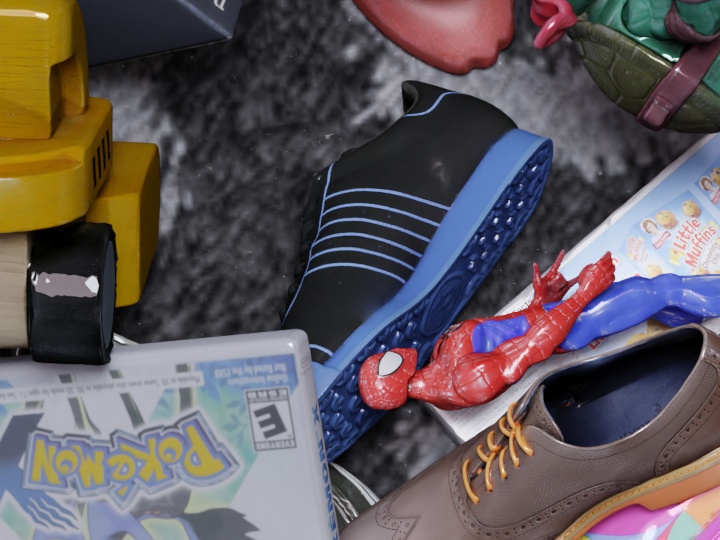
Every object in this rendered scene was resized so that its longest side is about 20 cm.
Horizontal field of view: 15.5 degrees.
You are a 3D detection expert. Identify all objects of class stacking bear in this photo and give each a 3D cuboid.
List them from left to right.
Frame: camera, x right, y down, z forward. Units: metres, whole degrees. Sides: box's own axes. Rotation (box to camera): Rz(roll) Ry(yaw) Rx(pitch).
[{"bbox_3d":[0.034,-0.179,1.109,0.114,0.200,0.122,29,80,7],"label":"stacking bear"}]

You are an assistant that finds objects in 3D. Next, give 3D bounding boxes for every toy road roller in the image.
[{"bbox_3d":[-0.150,-0.051,1.074,0.123,0.200,0.146,3,106,1],"label":"toy road roller"}]

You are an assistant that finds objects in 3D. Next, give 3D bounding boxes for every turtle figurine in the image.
[{"bbox_3d":[0.144,-0.100,1.070,0.200,0.150,0.101,35,105,1],"label":"turtle figurine"}]

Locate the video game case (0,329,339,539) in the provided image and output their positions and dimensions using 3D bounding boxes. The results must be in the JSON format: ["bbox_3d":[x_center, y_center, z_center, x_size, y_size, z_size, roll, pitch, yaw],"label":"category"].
[{"bbox_3d":[-0.105,0.122,1.080,0.200,0.022,0.182,-6,101,15],"label":"video game case"}]

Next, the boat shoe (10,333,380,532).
[{"bbox_3d":[-0.066,0.087,1.123,0.200,0.064,0.071,31,80,6],"label":"boat shoe"}]

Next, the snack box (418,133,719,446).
[{"bbox_3d":[0.120,0.014,1.156,0.200,0.024,0.072,-40,81,-7],"label":"snack box"}]

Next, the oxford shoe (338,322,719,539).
[{"bbox_3d":[0.064,0.077,1.064,0.200,0.073,0.071,-29,50,7],"label":"oxford shoe"}]

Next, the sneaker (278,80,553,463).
[{"bbox_3d":[0.000,0.000,1.129,0.078,0.070,0.200,29,60,21],"label":"sneaker"}]

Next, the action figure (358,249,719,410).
[{"bbox_3d":[0.091,0.018,1.096,0.200,0.065,0.052,-21,92,-17],"label":"action figure"}]

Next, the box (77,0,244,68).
[{"bbox_3d":[-0.124,-0.219,1.095,0.200,0.123,0.199,34,65,-36],"label":"box"}]

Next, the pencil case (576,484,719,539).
[{"bbox_3d":[0.141,0.106,1.107,0.088,0.088,0.200,41,81,9],"label":"pencil case"}]
